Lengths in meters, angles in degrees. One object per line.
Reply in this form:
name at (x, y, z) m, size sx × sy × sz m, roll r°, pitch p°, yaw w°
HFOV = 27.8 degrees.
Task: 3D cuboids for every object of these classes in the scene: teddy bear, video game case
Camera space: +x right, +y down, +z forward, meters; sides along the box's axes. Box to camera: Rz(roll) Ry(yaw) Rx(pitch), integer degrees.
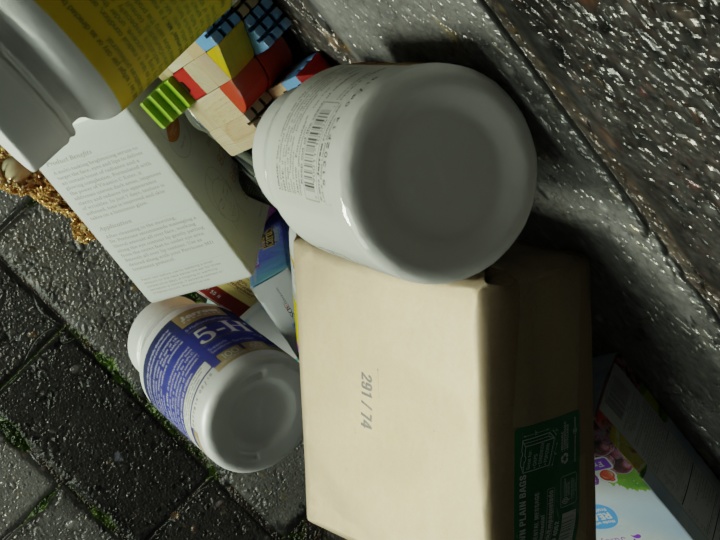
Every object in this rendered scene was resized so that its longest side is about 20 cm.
teddy bear at (-0.244, -0.070, 1.300) m, size 0.199 × 0.067 × 0.145 m, roll 11°, pitch -156°, yaw -49°
video game case at (-0.047, 0.039, 1.435) m, size 0.182 × 0.045 × 0.200 m, roll 57°, pitch -172°, yaw -22°

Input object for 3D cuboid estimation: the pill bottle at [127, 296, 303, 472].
pill bottle at (-0.142, 0.099, 1.395) m, size 0.200 × 0.120 × 0.120 m, roll 31°, pitch 163°, yaw 51°

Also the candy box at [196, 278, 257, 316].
candy box at (-0.164, -0.056, 1.483) m, size 0.115 × 0.055 × 0.201 m, roll 36°, pitch -159°, yaw -38°

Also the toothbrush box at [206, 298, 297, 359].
toothbrush box at (-0.091, 0.054, 1.599) m, size 0.147 × 0.085 × 0.200 m, roll 48°, pitch -162°, yaw -17°

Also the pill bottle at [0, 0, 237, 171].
pill bottle at (-0.143, -0.157, 0.812) m, size 0.114 × 0.200 × 0.114 m, roll 43°, pitch 170°, yaw 9°

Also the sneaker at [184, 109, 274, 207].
sneaker at (-0.089, -0.113, 1.147) m, size 0.199 × 0.076 × 0.114 m, roll 42°, pitch 165°, yaw -16°

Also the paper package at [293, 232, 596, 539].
paper package at (0.051, 0.078, 0.919) m, size 0.190 × 0.103 × 0.201 m, roll 14°, pitch 111°, yaw 50°

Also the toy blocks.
toy blocks at (-0.100, -0.160, 1.001) m, size 0.200 × 0.100 × 0.137 m, roll 47°, pitch 159°, yaw -14°

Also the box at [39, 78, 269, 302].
box at (-0.166, -0.101, 1.192) m, size 0.106 × 0.153 × 0.200 m, roll -14°, pitch 132°, yaw 24°

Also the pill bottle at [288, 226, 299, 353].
pill bottle at (0.000, 0.000, 1.085) m, size 0.104 × 0.104 × 0.201 m, roll 40°, pitch 152°, yaw 27°

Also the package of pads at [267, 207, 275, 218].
package of pads at (-0.160, -0.128, 1.382) m, size 0.200 × 0.076 × 0.121 m, roll 44°, pitch 173°, yaw 11°

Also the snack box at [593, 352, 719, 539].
snack box at (0.161, 0.160, 1.042) m, size 0.168 × 0.068 × 0.200 m, roll -18°, pitch 125°, yaw 43°

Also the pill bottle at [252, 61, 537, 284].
pill bottle at (0.008, -0.061, 0.833) m, size 0.114 × 0.114 × 0.200 m, roll 48°, pitch 170°, yaw -20°
